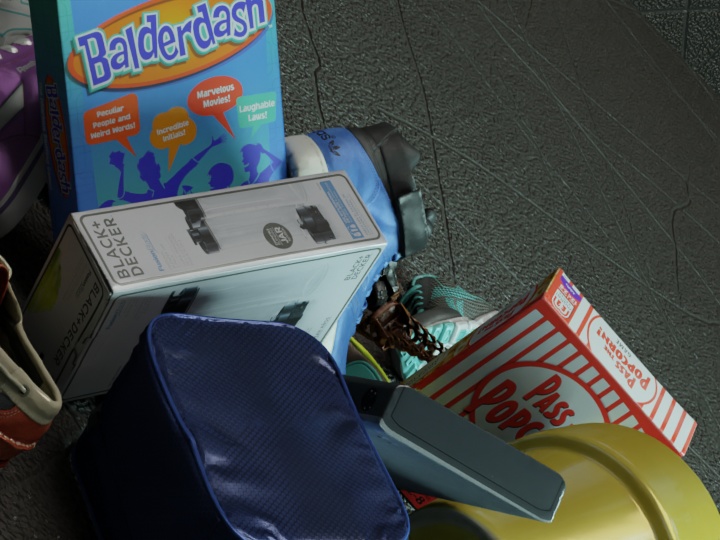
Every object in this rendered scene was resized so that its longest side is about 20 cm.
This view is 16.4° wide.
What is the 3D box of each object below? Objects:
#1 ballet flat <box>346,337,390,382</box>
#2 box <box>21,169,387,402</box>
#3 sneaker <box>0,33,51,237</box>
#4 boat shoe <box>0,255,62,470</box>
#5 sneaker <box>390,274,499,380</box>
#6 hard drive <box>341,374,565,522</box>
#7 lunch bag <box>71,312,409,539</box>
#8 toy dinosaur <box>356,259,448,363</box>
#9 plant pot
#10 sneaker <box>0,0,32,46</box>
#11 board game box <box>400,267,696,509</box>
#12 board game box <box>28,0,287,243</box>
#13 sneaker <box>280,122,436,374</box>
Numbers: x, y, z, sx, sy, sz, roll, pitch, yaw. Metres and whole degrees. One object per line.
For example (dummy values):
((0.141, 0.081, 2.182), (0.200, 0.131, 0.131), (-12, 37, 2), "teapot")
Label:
((-0.019, 0.077, 1.761), (0.201, 0.067, 0.067), (58, -1, 24), "ballet flat")
((-0.096, 0.009, 1.498), (0.199, 0.117, 0.060), (-12, 59, -35), "box")
((-0.227, -0.126, 1.572), (0.114, 0.073, 0.201), (38, 42, -17), "sneaker")
((-0.218, 0.022, 1.399), (0.071, 0.063, 0.201), (27, 28, -45), "boat shoe")
((0.054, 0.045, 1.993), (0.091, 0.078, 0.200), (39, 12, 15), "sneaker")
((0.016, 0.102, 1.534), (0.139, 0.033, 0.200), (31, -13, -28), "hard drive")
((-0.079, 0.126, 1.419), (0.135, 0.133, 0.201), (7, 41, -35), "lunch bag")
((-0.001, -0.002, 1.845), (0.199, 0.136, 0.102), (24, 58, 12), "toy dinosaur")
((0.113, 0.207, 1.639), (0.188, 0.201, 0.201), (-3, 55, -50), "plant pot")
((-0.243, -0.170, 1.680), (0.200, 0.070, 0.080), (35, 63, 2), "sneaker")
((0.114, 0.112, 1.771), (0.152, 0.200, 0.046), (47, 33, -7), "board game box")
((-0.121, -0.094, 1.540), (0.151, 0.201, 0.045), (-15, 20, -30), "board game box")
((0.001, 0.000, 1.641), (0.077, 0.111, 0.201), (29, -52, 57), "sneaker")
